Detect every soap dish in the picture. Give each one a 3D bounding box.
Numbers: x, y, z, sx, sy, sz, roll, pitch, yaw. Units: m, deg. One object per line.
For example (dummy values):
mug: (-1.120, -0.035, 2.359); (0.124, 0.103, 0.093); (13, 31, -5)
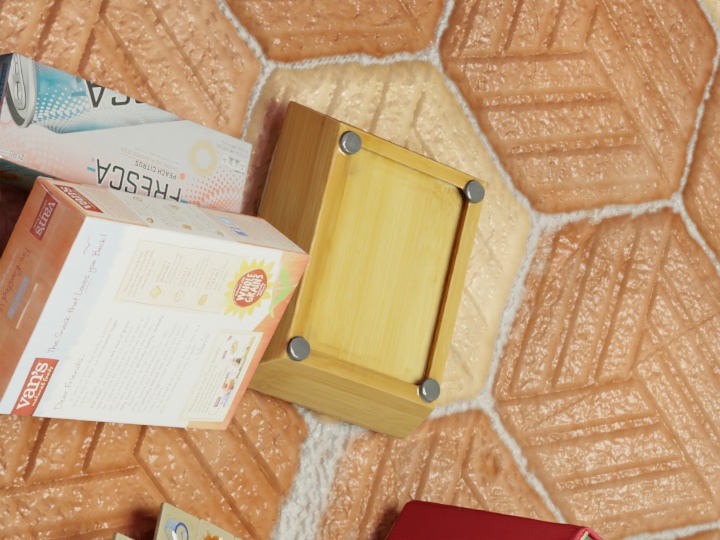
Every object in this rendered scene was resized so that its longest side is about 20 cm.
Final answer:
soap dish: (0.000, 0.000, 1.458); (0.157, 0.081, 0.200); (21, 76, -30)

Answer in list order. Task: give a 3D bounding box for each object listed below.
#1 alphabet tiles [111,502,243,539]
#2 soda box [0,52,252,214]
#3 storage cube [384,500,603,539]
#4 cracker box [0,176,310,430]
alphabet tiles: (-0.099, 0.251, 1.381); (0.200, 0.006, 0.167); (33, 56, -40)
soda box: (-0.164, -0.075, 1.345); (0.200, 0.064, 0.069); (19, 76, -43)
storage cube: (0.096, 0.279, 1.428); (0.171, 0.180, 0.200); (45, 65, -31)
cracker box: (-0.139, 0.024, 1.314); (0.200, 0.058, 0.134); (10, 112, -50)
